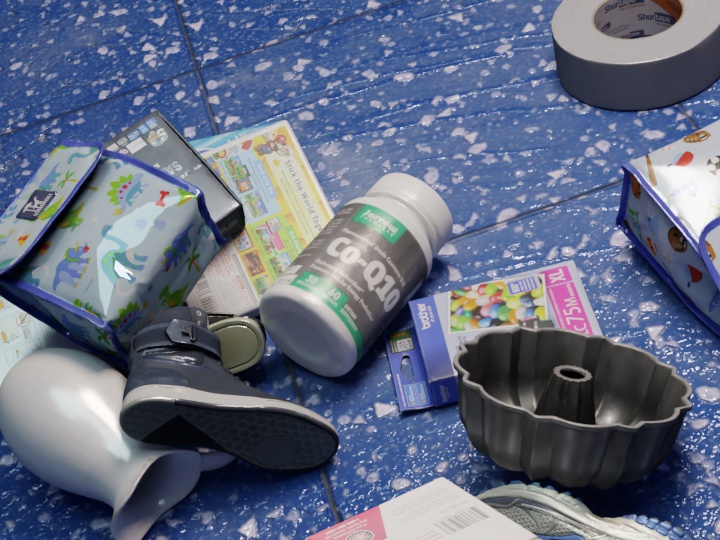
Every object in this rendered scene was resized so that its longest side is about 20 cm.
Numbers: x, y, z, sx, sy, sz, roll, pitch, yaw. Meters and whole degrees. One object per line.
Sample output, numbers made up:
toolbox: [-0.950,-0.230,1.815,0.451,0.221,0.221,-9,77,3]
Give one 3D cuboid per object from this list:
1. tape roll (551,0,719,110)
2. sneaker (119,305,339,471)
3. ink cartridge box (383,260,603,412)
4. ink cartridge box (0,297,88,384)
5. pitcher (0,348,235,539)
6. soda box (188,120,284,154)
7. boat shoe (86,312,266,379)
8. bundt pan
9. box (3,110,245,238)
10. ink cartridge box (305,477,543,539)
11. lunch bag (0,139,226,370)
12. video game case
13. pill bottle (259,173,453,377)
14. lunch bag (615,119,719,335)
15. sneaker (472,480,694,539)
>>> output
tape roll: [0.323,-0.270,1.619,0.200,0.066,0.200,-10,41,9]
sneaker: [-0.119,0.104,1.292,0.202,0.077,0.146,16,31,-17]
ink cartridge box: [0.122,0.062,1.333,0.200,0.042,0.119,-16,40,4]
ink cartridge box: [-0.338,0.028,1.477,0.173,0.044,0.200,-23,61,-4]
pitcher: [-0.227,0.148,1.311,0.200,0.121,0.171,33,39,30]
soda box: [-0.171,-0.107,1.589,0.200,0.068,0.064,-13,65,6]
boat shoe: [-0.186,0.081,1.398,0.199,0.075,0.066,-19,11,12]
bundt pan: [0.172,0.119,1.179,0.202,0.076,0.202,7,20,-2]
box: [-0.244,-0.056,1.461,0.200,0.051,0.158,-35,67,-16]
ink cartridge box: [0.072,0.251,1.051,0.146,0.083,0.200,-17,28,-34]
lunch bag: [-0.262,-0.027,1.354,0.200,0.127,0.170,25,68,23]
video game case: [-0.123,-0.047,1.494,0.182,0.023,0.200,-23,64,-8]
pill bottle: [0.000,0.000,1.386,0.113,0.113,0.200,16,51,33]
lunch bag: [0.363,-0.044,1.311,0.170,0.124,0.200,-25,55,-9]
sneaker: [0.163,0.227,1.105,0.200,0.077,0.085,8,53,30]
